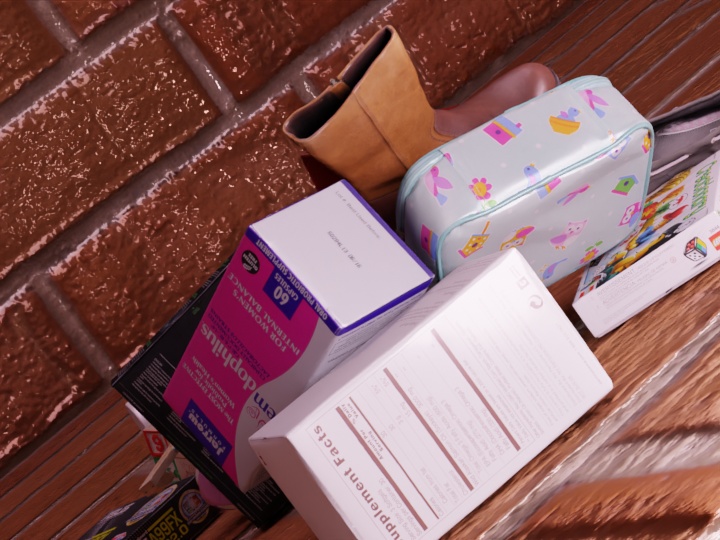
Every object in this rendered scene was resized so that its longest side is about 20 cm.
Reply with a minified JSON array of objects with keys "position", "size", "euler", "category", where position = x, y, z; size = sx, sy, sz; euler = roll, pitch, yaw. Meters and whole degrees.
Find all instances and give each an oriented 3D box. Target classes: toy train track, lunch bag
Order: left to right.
[{"position":[-0.134,0.132,1.811],"size":[0.115,0.032,0.200],"euler":[-41,11,48],"category":"toy train track"},{"position":[0.115,-0.043,1.474],"size":[0.199,0.077,0.161],"euler":[-28,-30,-15],"category":"lunch bag"}]

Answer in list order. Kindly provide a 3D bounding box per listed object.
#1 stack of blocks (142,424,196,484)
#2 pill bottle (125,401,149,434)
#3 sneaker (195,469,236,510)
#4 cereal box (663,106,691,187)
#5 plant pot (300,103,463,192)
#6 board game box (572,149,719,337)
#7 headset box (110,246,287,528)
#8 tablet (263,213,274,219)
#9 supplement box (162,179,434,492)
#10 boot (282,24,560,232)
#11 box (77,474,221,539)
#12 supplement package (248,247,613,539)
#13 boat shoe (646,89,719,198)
[{"position":[-0.098,0.130,1.935],"size":[0.114,0.059,0.200],"euler":[-2,25,39],"category":"stack of blocks"},{"position":[-0.148,0.119,2.180],"size":[0.200,0.116,0.116],"euler":[-38,7,-10],"category":"pill bottle"},{"position":[-0.070,0.142,1.819],"size":[0.200,0.080,0.089],"euler":[-47,-7,-22],"category":"sneaker"},{"position":[0.260,-0.089,1.801],"size":[0.144,0.040,0.200],"euler":[-38,7,-1],"category":"cereal box"},{"position":[0.070,-0.074,2.115],"size":[0.175,0.201,0.200],"euler":[-27,5,-8],"category":"plant pot"},{"position":[0.229,-0.024,1.536],"size":[0.126,0.035,0.200],"euler":[-35,7,19],"category":"board game box"},{"position":[-0.081,0.082,1.708],"size":[0.200,0.174,0.093],"euler":[-47,6,-4],"category":"headset box"},{"position":[0.000,0.000,1.790],"size":[0.198,0.131,0.014],"euler":[-7,-18,23],"category":"tablet"},{"position":[-0.048,0.049,1.442],"size":[0.103,0.101,0.201],"euler":[-28,-23,-41],"category":"supplement box"},{"position":[0.048,-0.121,1.464],"size":[0.188,0.069,0.200],"euler":[-40,-37,1],"category":"boot"},{"position":[-0.237,0.273,1.896],"size":[0.160,0.044,0.200],"euler":[-42,8,-34],"category":"box"},{"position":[0.044,0.095,1.331],"size":[0.200,0.118,0.117],"euler":[-38,6,-15],"category":"supplement package"},{"position":[0.255,-0.109,1.672],"size":[0.199,0.057,0.067],"euler":[-21,44,18],"category":"boat shoe"}]
